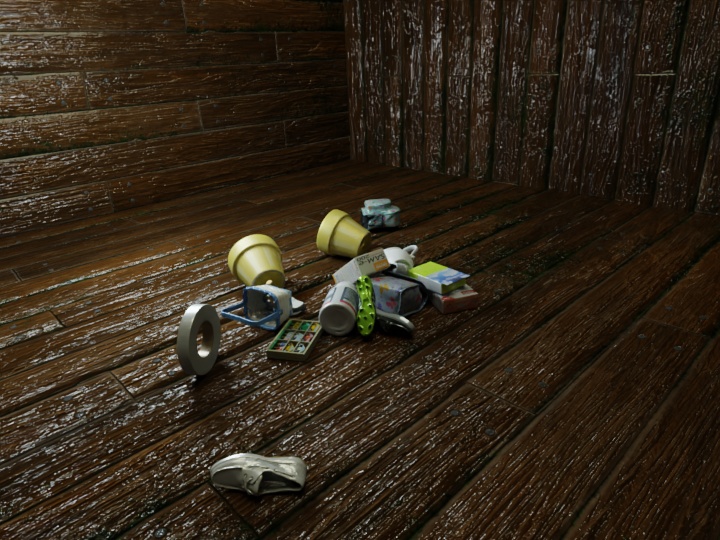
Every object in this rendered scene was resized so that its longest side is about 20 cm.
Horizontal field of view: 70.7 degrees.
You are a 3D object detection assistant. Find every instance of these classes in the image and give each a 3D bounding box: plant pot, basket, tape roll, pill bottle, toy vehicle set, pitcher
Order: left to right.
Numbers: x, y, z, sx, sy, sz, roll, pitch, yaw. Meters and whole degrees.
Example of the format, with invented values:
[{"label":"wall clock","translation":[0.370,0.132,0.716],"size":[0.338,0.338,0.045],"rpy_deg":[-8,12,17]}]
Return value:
[{"label":"tape roll","translation":[-0.453,0.194,1.437],"size":[0.037,0.204,0.203],"rpy_deg":[1,23,9]},{"label":"basket","translation":[-0.326,0.126,1.657],"size":[0.176,0.140,0.200],"rpy_deg":[14,20,36]},{"label":"plant pot","translation":[-0.375,-0.003,1.912],"size":[0.200,0.201,0.189],"rpy_deg":[-14,42,-25]},{"label":"toy vehicle set","translation":[-0.198,0.214,1.584],"size":[0.124,0.027,0.200],"rpy_deg":[3,23,14]},{"label":"pill bottle","translation":[-0.061,0.118,1.679],"size":[0.119,0.120,0.200],"rpy_deg":[1,23,8]},{"label":"plant pot","translation":[-0.060,-0.143,2.222],"size":[0.188,0.201,0.201],"rpy_deg":[24,32,21]},{"label":"pitcher","translation":[0.162,-0.043,2.013],"size":[0.171,0.122,0.200],"rpy_deg":[-26,17,1]}]

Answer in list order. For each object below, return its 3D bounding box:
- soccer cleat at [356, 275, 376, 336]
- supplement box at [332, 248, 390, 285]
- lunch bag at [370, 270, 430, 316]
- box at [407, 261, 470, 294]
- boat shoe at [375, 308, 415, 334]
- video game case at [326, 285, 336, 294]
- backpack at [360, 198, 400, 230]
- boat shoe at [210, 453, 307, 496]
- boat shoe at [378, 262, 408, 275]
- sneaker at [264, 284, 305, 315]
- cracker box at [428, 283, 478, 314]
[{"label":"soccer cleat","translation":[0.024,0.114,1.615],"size":[0.067,0.201,0.081],"rpy_deg":[-10,-25,19]},{"label":"supplement box","translation":[0.000,0.000,1.813],"size":[0.126,0.074,0.200],"rpy_deg":[-20,-8,-32]},{"label":"lunch bag","translation":[0.122,0.075,1.755],"size":[0.169,0.128,0.200],"rpy_deg":[16,15,35]},{"label":"box","translation":[0.275,0.026,1.799],"size":[0.122,0.048,0.200],"rpy_deg":[-19,26,-33]},{"label":"boat shoe","translation":[0.082,0.171,1.621],"size":[0.200,0.069,0.057],"rpy_deg":[16,56,37]},{"label":"video game case","translation":[0.005,0.069,1.905],"size":[0.180,0.026,0.200],"rpy_deg":[14,28,35]},{"label":"backpack","translation":[0.105,-0.284,2.577],"size":[0.199,0.154,0.176],"rpy_deg":[2,17,-5]},{"label":"boat shoe","translation":[-0.210,0.422,1.035],"size":[0.199,0.071,0.069],"rpy_deg":[-2,21,-2]},{"label":"boat shoe","translation":[0.087,0.000,1.879],"size":[0.068,0.072,0.200],"rpy_deg":[20,-8,-39]},{"label":"sneaker","translation":[-0.283,0.105,1.787],"size":[0.199,0.080,0.074],"rpy_deg":[10,24,25]},{"label":"cracker box","translation":[0.312,0.078,1.809],"size":[0.133,0.058,0.200],"rpy_deg":[-10,24,-15]}]
